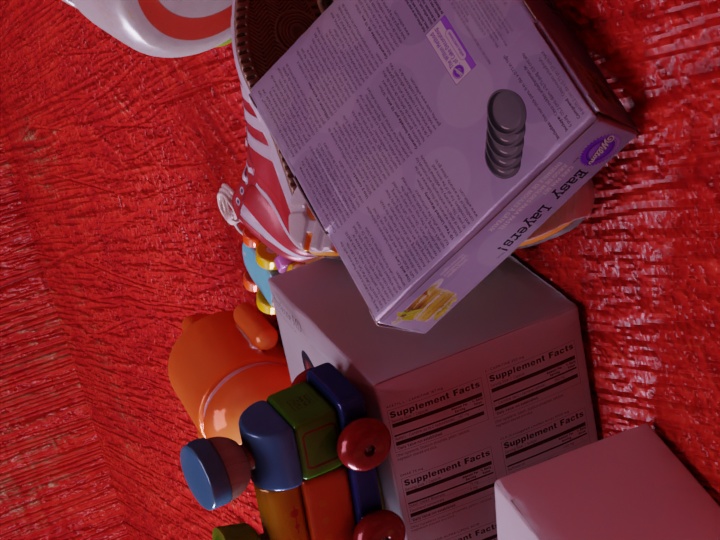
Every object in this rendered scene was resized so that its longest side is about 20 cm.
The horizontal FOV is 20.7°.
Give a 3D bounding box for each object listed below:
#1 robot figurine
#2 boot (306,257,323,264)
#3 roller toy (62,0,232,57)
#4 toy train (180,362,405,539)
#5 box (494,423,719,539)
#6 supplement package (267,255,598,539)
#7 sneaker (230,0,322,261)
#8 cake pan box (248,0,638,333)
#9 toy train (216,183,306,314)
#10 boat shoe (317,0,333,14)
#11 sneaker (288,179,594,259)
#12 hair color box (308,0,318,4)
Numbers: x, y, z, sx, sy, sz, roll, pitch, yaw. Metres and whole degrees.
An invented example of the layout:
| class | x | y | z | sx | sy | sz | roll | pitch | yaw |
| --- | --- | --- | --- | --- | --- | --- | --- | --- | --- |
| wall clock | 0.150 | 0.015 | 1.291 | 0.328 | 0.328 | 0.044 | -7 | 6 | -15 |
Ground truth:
| class | x | y | z | sx | sy | sz | roll | pitch | yaw |
| --- | --- | --- | --- | --- | --- | --- | --- | --- | --- |
| robot figurine | -0.117 | 0.118 | 1.941 | 0.117 | 0.144 | 0.200 | 42 | -175 | -40 |
| boot | 0.000 | 0.000 | 1.513 | 0.155 | 0.077 | 0.200 | 40 | 139 | 52 |
| roller toy | -0.154 | -0.267 | 1.482 | 0.140 | 0.182 | 0.200 | 35 | 124 | 38 |
| toy train | -0.039 | 0.165 | 1.224 | 0.085 | 0.116 | 0.200 | 42 | 147 | 53 |
| box | 0.163 | 0.222 | 1.170 | 0.152 | 0.106 | 0.200 | -127 | 24 | -47 |
| supplement package | 0.053 | 0.101 | 1.320 | 0.191 | 0.147 | 0.200 | -139 | 34 | -59 |
| sneaker | -0.056 | -0.101 | 1.359 | 0.112 | 0.071 | 0.200 | 146 | 111 | -67 |
| cake pan box | 0.040 | -0.095 | 1.138 | 0.184 | 0.052 | 0.200 | -45 | 57 | 23 |
| toy train | -0.060 | -0.029 | 1.712 | 0.200 | 0.056 | 0.150 | 6 | 113 | 69 |
| boat shoe | 0.035 | -0.122 | 1.277 | 0.071 | 0.064 | 0.200 | 89 | 156 | -46 |
| sneaker | 0.055 | -0.039 | 1.203 | 0.200 | 0.077 | 0.078 | -2 | 72 | 34 |
| hair color box | -0.030 | -0.177 | 1.432 | 0.111 | 0.064 | 0.200 | 52 | 154 | 45 |
